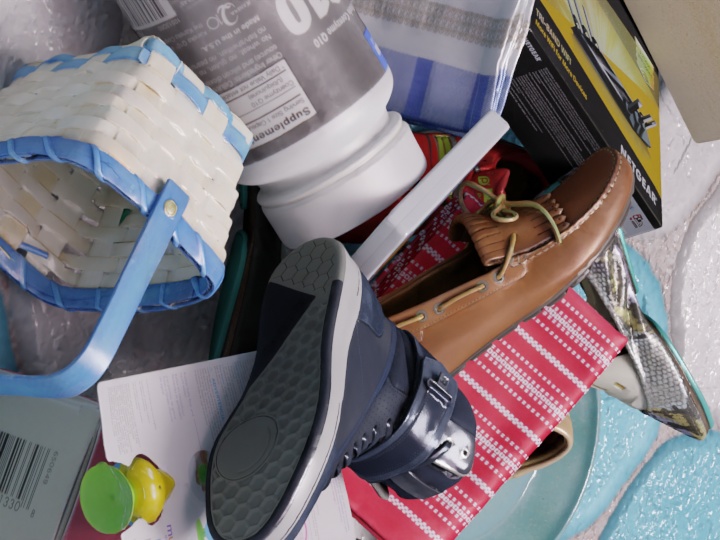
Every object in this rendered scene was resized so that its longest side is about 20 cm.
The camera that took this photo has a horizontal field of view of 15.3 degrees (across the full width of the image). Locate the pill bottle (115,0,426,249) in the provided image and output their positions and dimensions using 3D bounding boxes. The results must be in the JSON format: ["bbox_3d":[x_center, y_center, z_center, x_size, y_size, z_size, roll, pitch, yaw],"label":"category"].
[{"bbox_3d":[-0.052,-0.119,1.494,0.114,0.114,0.200,-41,108,-31],"label":"pill bottle"}]

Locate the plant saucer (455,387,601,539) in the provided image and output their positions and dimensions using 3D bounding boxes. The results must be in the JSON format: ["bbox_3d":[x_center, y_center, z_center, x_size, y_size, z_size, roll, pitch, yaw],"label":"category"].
[{"bbox_3d":[0.084,0.113,1.796,0.199,0.036,0.201,-12,108,-43],"label":"plant saucer"}]

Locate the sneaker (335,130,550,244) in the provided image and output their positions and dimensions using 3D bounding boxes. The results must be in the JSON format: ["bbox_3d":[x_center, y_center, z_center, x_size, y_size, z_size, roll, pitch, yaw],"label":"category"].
[{"bbox_3d":[0.051,-0.055,1.681,0.199,0.085,0.077,-12,108,-44],"label":"sneaker"}]

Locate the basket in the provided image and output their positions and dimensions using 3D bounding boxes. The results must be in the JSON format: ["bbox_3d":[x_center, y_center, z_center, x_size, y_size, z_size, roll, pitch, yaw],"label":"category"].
[{"bbox_3d":[-0.153,-0.017,1.416,0.139,0.176,0.200,48,59,-30],"label":"basket"}]

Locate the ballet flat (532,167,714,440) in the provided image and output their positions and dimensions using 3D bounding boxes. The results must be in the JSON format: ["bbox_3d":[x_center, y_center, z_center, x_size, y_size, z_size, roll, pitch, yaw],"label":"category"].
[{"bbox_3d":[0.155,0.033,1.691,0.072,0.072,0.201,-39,112,-32],"label":"ballet flat"}]

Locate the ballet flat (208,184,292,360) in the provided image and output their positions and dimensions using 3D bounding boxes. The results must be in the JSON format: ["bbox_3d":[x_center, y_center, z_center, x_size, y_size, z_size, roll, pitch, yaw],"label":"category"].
[{"bbox_3d":[-0.048,-0.027,1.588,0.068,0.068,0.201,5,100,-6],"label":"ballet flat"}]

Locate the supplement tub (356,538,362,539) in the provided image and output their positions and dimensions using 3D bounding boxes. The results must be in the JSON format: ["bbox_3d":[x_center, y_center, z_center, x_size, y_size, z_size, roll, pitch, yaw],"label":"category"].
[{"bbox_3d":[-0.014,0.230,1.654,0.200,0.132,0.133,23,85,-50],"label":"supplement tub"}]

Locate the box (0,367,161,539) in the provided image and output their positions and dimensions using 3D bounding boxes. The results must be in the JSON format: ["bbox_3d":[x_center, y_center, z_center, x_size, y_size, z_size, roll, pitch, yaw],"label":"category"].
[{"bbox_3d":[-0.133,0.138,1.513,0.200,0.128,0.109,26,81,-47],"label":"box"}]

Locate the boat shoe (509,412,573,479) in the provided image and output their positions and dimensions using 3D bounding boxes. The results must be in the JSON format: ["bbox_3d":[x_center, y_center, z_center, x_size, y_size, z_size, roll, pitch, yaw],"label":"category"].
[{"bbox_3d":[0.038,0.115,1.669,0.199,0.069,0.074,-20,130,-5],"label":"boat shoe"}]

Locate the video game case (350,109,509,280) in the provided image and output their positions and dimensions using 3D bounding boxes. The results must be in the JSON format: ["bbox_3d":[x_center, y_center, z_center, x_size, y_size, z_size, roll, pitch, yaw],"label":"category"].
[{"bbox_3d":[0.000,0.000,1.568,0.017,0.200,0.143,43,40,1],"label":"video game case"}]

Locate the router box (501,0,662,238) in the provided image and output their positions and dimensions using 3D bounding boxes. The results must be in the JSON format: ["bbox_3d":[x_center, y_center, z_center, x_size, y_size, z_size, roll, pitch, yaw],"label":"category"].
[{"bbox_3d":[0.130,-0.138,1.710,0.200,0.052,0.158,51,32,-41],"label":"router box"}]

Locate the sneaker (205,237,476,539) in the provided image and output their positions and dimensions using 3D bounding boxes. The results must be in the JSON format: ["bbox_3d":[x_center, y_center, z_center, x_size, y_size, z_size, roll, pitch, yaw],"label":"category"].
[{"bbox_3d":[-0.005,0.101,1.430,0.146,0.077,0.203,51,40,-33],"label":"sneaker"}]

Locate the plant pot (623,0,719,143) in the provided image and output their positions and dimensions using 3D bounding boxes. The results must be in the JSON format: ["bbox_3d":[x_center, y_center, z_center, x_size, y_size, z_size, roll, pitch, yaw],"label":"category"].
[{"bbox_3d":[0.298,-0.225,1.789,0.200,0.176,0.200,57,46,-38],"label":"plant pot"}]

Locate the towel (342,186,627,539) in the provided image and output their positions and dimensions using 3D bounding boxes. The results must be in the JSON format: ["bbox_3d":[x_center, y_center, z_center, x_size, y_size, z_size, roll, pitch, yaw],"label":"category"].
[{"bbox_3d":[0.049,0.068,1.628,0.145,0.022,0.200,43,83,-7],"label":"towel"}]

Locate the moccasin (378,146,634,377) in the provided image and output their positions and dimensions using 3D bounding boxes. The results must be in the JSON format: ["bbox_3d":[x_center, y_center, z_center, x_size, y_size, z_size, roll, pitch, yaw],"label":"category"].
[{"bbox_3d":[0.077,-0.008,1.591,0.201,0.074,0.078,-37,109,-2],"label":"moccasin"}]

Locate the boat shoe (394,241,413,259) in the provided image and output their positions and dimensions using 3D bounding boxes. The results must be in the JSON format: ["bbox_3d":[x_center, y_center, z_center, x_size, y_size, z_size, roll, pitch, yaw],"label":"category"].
[{"bbox_3d":[0.088,0.040,1.715,0.200,0.069,0.057,26,84,-38],"label":"boat shoe"}]

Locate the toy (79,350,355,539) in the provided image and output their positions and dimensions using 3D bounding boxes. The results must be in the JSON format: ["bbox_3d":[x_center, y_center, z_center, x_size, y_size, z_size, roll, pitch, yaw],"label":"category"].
[{"bbox_3d":[-0.081,0.106,1.425,0.200,0.047,0.116,-9,90,-59],"label":"toy"}]

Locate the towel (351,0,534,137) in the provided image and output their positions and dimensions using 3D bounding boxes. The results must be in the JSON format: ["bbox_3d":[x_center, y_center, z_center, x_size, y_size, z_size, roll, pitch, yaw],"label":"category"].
[{"bbox_3d":[0.039,-0.187,1.594,0.024,0.146,0.201,9,97,-74],"label":"towel"}]
